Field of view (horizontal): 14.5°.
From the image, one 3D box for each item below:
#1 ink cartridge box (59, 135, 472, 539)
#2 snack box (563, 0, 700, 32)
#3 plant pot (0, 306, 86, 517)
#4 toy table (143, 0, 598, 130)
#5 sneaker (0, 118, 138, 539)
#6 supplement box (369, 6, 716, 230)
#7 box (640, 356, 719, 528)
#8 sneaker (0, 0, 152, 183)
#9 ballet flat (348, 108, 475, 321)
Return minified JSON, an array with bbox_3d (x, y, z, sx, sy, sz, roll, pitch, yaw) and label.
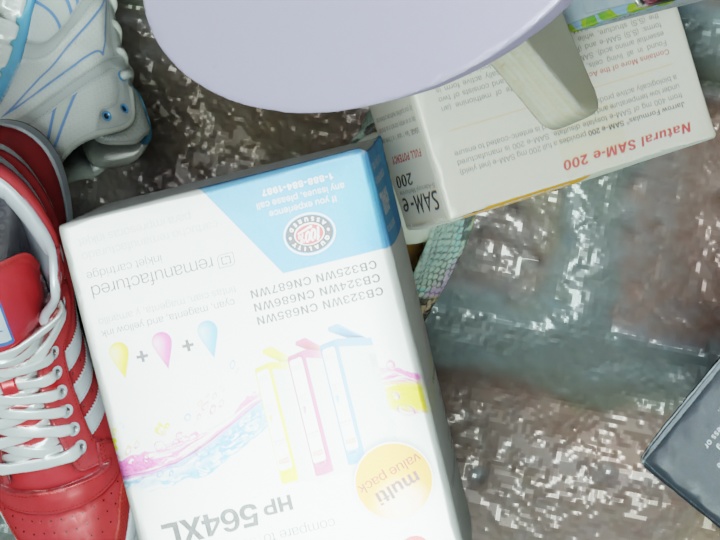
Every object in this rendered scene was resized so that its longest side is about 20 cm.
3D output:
[{"bbox_3d":[-0.031,0.058,1.159,0.128,0.125,0.200,-14,94,3],"label":"ink cartridge box"},{"bbox_3d":[0.125,-0.210,1.161,0.053,0.142,0.200,-12,94,54],"label":"snack box"},{"bbox_3d":[-0.211,0.052,1.279,0.173,0.200,0.200,-15,93,0],"label":"plant pot"},{"bbox_3d":[0.028,-0.136,1.073,0.200,0.117,0.184,-11,94,24],"label":"toy table"},{"bbox_3d":[-0.138,0.042,1.150,0.071,0.112,0.200,-12,97,4],"label":"sneaker"},{"bbox_3d":[0.056,-0.130,1.199,0.126,0.074,0.200,-17,92,-15],"label":"supplement box"},{"bbox_3d":[0.234,0.089,1.162,0.200,0.148,0.107,39,106,8],"label":"box"},{"bbox_3d":[-0.127,-0.089,1.257,0.087,0.075,0.200,20,68,0],"label":"sneaker"},{"bbox_3d":[0.000,0.000,1.256,0.069,0.071,0.200,27,104,28],"label":"ballet flat"}]
